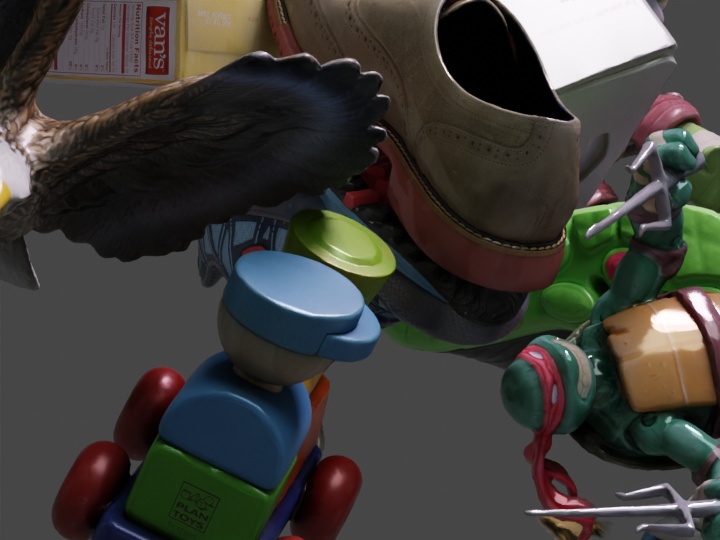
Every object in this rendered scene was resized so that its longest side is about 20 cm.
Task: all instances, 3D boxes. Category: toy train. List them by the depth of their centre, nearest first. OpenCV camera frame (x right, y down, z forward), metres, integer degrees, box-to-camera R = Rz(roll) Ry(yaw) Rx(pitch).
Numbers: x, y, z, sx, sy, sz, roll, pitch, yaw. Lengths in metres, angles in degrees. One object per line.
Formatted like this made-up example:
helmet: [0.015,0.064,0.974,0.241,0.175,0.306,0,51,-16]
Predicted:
toy train: [-0.024,0.029,0.987,0.085,0.116,0.200,27,22,3]

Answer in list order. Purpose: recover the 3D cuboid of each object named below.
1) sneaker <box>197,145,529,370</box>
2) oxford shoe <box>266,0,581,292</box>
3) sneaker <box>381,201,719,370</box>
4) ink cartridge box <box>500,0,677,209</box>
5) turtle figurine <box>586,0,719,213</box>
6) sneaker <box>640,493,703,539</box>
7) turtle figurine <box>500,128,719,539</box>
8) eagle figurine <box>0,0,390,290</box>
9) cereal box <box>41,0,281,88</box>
sneaker: [0.000,0.000,1.097,0.079,0.096,0.200,-1,19,-30]
oxford shoe: [0.028,-0.078,1.044,0.070,0.075,0.200,-1,37,-33]
sneaker: [0.103,0.010,1.164,0.200,0.077,0.084,11,-1,32]
ink cartridge box: [0.028,-0.116,1.240,0.087,0.145,0.200,-24,69,-30]
turtle figurine: [0.084,-0.086,1.339,0.144,0.200,0.194,-21,45,-16]
sneaker: [0.142,0.095,1.083,0.087,0.075,0.200,14,23,-11]
turtle figurine: [0.122,0.026,1.037,0.200,0.101,0.150,-11,80,-25]
eagle figurine: [-0.103,-0.051,0.963,0.152,0.200,0.151,40,12,-45]
cereal box: [-0.095,-0.093,1.178,0.200,0.040,0.144,5,5,38]
